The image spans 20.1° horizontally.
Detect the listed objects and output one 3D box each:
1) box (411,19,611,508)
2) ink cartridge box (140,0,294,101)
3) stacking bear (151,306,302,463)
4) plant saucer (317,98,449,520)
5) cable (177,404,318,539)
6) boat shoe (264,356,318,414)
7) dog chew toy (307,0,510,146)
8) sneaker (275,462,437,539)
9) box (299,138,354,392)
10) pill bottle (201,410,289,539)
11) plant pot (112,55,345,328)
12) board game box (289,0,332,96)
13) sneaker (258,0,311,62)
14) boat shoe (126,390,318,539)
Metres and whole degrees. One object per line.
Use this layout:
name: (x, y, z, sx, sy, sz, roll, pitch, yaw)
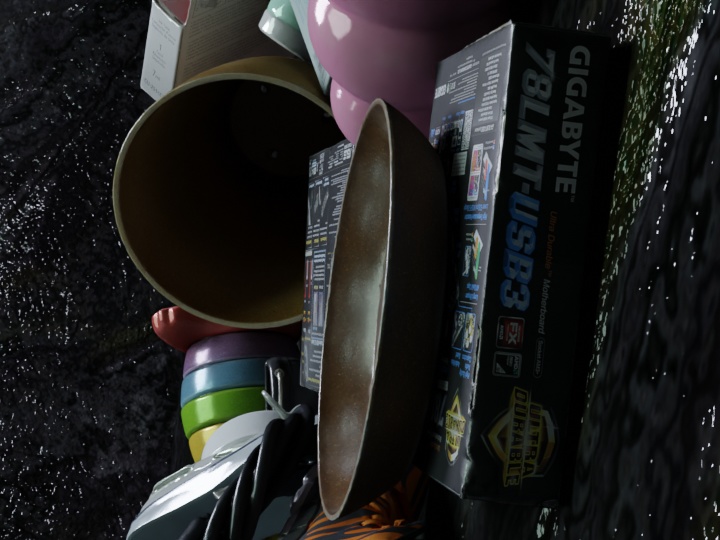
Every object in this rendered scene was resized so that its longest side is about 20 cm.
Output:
box: (0.059, -0.004, 0.924, 0.200, 0.050, 0.199, -177, 92, -83)
ink cartridge box: (-0.078, -0.234, 1.623, 0.045, 0.200, 0.176, 42, 140, 23)
stacking bear: (-0.089, 0.132, 1.608, 0.114, 0.121, 0.200, 45, -143, -67)
plant saucer: (0.011, 0.020, 0.964, 0.200, 0.034, 0.201, -174, 90, -83)
cable: (-0.050, 0.166, 1.124, 0.163, 0.051, 0.200, -66, -26, -25)
boat shoe: (-0.050, 0.160, 1.463, 0.074, 0.060, 0.200, 141, 136, -76)
dog chew toy: (0.025, -0.141, 1.056, 0.125, 0.124, 0.200, -93, 6, -50)
sneaker: (0.014, 0.144, 1.034, 0.078, 0.112, 0.200, 64, -144, -18)
box: (0.000, 0.000, 1.271, 0.200, 0.050, 0.158, 172, 100, -81)
pill bottle: (-0.058, 0.191, 1.310, 0.200, 0.114, 0.114, -94, 15, -52)
plant pot: (-0.067, -0.080, 1.488, 0.200, 0.186, 0.187, -70, -8, -68)
board game box: (0.000, -0.238, 1.346, 0.200, 0.064, 0.148, 107, 148, -53)
sneaker: (-0.010, -0.220, 1.567, 0.118, 0.074, 0.200, -55, -2, 9)
boat shoe: (-0.052, 0.119, 1.235, 0.202, 0.075, 0.086, -30, 26, 27)
